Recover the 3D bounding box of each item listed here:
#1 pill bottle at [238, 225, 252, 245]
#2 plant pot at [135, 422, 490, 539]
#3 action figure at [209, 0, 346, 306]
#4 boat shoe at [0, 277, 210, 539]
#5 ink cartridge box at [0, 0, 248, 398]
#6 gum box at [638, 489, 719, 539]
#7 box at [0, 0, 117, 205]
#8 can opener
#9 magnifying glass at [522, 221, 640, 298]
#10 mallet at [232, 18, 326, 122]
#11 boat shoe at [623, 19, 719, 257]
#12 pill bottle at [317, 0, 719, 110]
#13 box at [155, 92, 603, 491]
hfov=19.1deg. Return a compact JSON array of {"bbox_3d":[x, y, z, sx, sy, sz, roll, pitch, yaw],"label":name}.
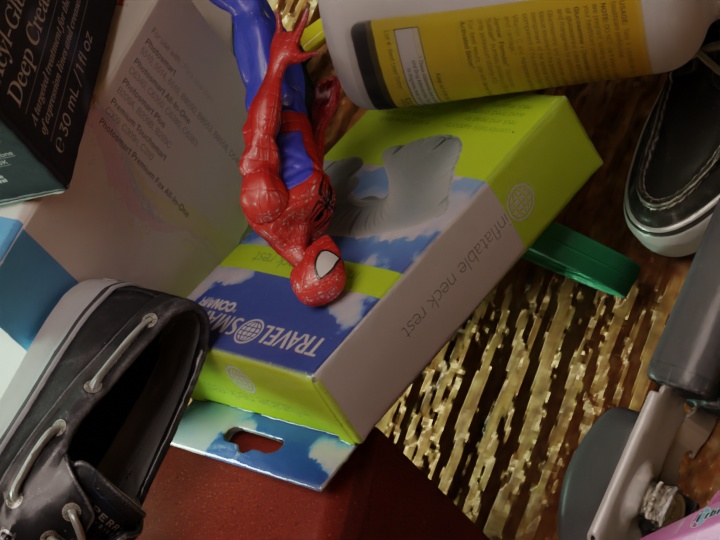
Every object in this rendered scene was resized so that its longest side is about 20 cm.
[{"bbox_3d":[-0.073,-0.012,1.084,0.200,0.112,0.113,12,77,38],"label":"pill bottle"},{"bbox_3d":[-0.039,0.174,0.937,0.199,0.200,0.177,-4,54,35],"label":"plant pot"},{"bbox_3d":[-0.035,-0.077,0.910,0.052,0.065,0.200,-14,67,11],"label":"action figure"},{"bbox_3d":[-0.120,0.095,0.869,0.068,0.072,0.200,9,61,38],"label":"boat shoe"},{"bbox_3d":[-0.134,-0.045,0.981,0.128,0.125,0.200,12,64,38],"label":"ink cartridge box"},{"bbox_3d":[0.150,0.185,0.804,0.113,0.066,0.200,-33,70,50],"label":"gum box"},{"bbox_3d":[-0.196,-0.138,0.862,0.107,0.200,0.149,-10,52,26],"label":"box"},{"bbox_3d":[0.142,0.040,0.943,0.066,0.053,0.200,23,84,41],"label":"can opener"},{"bbox_3d":[0.055,-0.025,1.030,0.200,0.080,0.022,26,90,50],"label":"magnifying glass"},{"bbox_3d":[0.013,-0.143,1.131,0.200,0.041,0.066,-31,56,16],"label":"mallet"},{"bbox_3d":[0.172,-0.104,0.977,0.071,0.064,0.200,27,87,40],"label":"boat shoe"},{"bbox_3d":[0.085,-0.135,0.919,0.199,0.112,0.112,-6,65,10],"label":"pill bottle"},{"bbox_3d":[0.000,0.000,0.931,0.122,0.048,0.200,10,50,50],"label":"box"}]
